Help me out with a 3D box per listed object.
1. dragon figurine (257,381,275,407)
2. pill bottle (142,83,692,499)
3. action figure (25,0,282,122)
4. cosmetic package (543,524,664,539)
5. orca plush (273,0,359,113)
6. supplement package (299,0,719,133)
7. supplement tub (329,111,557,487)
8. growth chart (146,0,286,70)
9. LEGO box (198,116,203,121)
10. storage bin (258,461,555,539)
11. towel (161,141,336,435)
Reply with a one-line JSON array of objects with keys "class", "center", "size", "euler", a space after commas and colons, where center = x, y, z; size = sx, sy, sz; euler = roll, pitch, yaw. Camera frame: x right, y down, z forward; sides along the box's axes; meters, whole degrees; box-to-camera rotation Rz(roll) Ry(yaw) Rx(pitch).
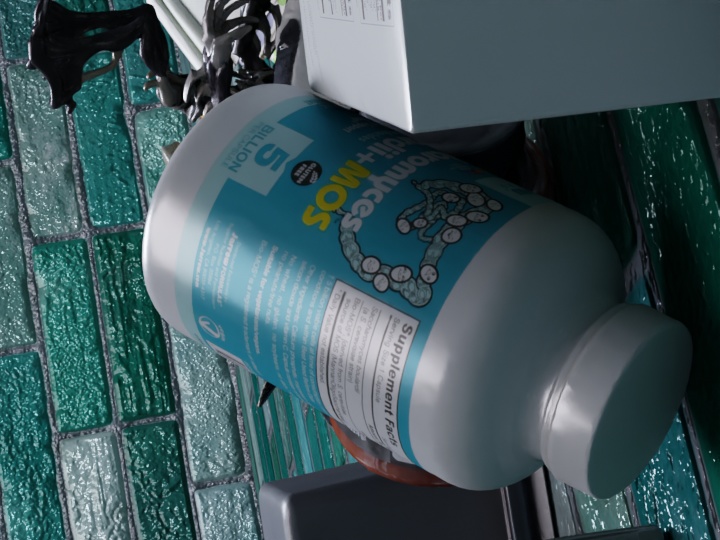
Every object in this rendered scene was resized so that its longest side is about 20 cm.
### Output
[{"class": "dragon figurine", "center": [0.000, 0.000, 0.960], "size": [0.099, 0.200, 0.059], "euler": [31, -140, -49]}, {"class": "pill bottle", "center": [0.022, 0.011, 0.686], "size": [0.200, 0.111, 0.111], "euler": [26, 137, 29]}, {"class": "action figure", "center": [-0.079, -0.122, 0.993], "size": [0.119, 0.200, 0.102], "euler": [-104, 26, -65]}, {"class": "cosmetic package", "center": [0.068, 0.173, 0.794], "size": [0.200, 0.107, 0.090], "euler": [119, 141, -73]}, {"class": "orca plush", "center": [0.003, -0.109, 0.951], "size": [0.071, 0.105, 0.200], "euler": [77, -170, -55]}, {"class": "supplement package", "center": [0.044, -0.114, 0.628], "size": [0.200, 0.114, 0.110], "euler": [-135, 38, -77]}, {"class": "supplement tub", "center": [0.035, -0.001, 0.832], "size": [0.107, 0.107, 0.200], "euler": [-108, 13, -46]}, {"class": "growth chart", "center": [-0.055, -0.189, 1.075], "size": [0.200, 0.018, 0.145], "euler": [-48, 63, 33]}, {"class": "LEGO box", "center": [-0.032, -0.048, 1.176], "size": [0.149, 0.077, 0.200], "euler": [62, 176, -12]}, {"class": "storage bin", "center": [0.021, 0.159, 0.995], "size": [0.200, 0.134, 0.146], "euler": [150, 111, -82]}, {"class": "towel", "center": [-0.059, 0.017, 1.254], "size": [0.200, 0.035, 0.193], "euler": [55, 176, 40]}]
